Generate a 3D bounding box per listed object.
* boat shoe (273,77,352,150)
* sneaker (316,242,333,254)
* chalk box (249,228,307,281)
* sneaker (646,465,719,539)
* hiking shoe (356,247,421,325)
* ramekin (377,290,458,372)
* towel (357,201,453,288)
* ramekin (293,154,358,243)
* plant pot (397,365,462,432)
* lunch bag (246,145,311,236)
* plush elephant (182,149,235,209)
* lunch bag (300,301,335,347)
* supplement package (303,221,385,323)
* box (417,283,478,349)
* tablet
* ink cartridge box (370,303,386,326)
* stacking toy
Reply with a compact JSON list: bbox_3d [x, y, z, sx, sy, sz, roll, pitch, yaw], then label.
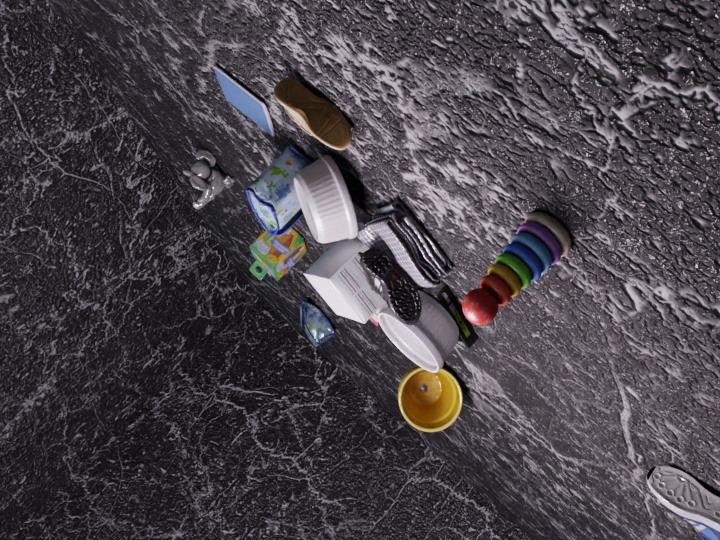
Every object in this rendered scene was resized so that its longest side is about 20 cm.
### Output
[{"bbox_3d":[-0.090,-0.312,1.377,0.200,0.074,0.069,44,177,14],"label":"boat shoe"},{"bbox_3d":[-0.057,-0.024,1.879,0.074,0.080,0.202,27,-145,-58],"label":"sneaker"},{"bbox_3d":[-0.300,-0.059,2.350,0.125,0.200,0.124,40,165,17],"label":"chalk box"},{"bbox_3d":[0.656,0.479,1.316,0.199,0.081,0.147,25,151,42],"label":"sneaker"},{"bbox_3d":[0.067,0.033,1.523,0.201,0.075,0.101,57,170,-10],"label":"hiking shoe"},{"bbox_3d":[0.146,0.139,1.637,0.200,0.105,0.201,41,163,15],"label":"ramekin"},{"bbox_3d":[0.094,-0.048,1.504,0.201,0.086,0.165,50,164,-11],"label":"towel"},{"bbox_3d":[-0.085,-0.157,1.571,0.202,0.093,0.205,157,90,-80],"label":"ramekin"},{"bbox_3d":[0.212,0.389,2.142,0.201,0.201,0.189,46,180,-1],"label":"plant pot"},{"bbox_3d":[-0.189,-0.188,1.737,0.127,0.170,0.200,41,164,12],"label":"lunch bag"},{"bbox_3d":[-0.578,-0.343,2.483,0.198,0.167,0.155,-11,142,39],"label":"plush elephant"},{"bbox_3d":[-0.213,0.235,3.054,0.202,0.126,0.170,58,168,5],"label":"lunch bag"},{"bbox_3d":[0.000,0.000,1.667,0.148,0.200,0.191,51,165,-18],"label":"supplement package"},{"bbox_3d":[0.183,0.092,1.703,0.199,0.048,0.194,23,155,55],"label":"box"},{"bbox_3d":[-0.296,-0.434,1.727,0.199,0.014,0.131,40,164,22],"label":"tablet"},{"bbox_3d":[0.028,0.061,1.977,0.147,0.083,0.200,43,165,14],"label":"ink cartridge box"},{"bbox_3d":[0.231,0.006,1.033,0.085,0.200,0.086,41,165,13],"label":"stacking toy"}]
